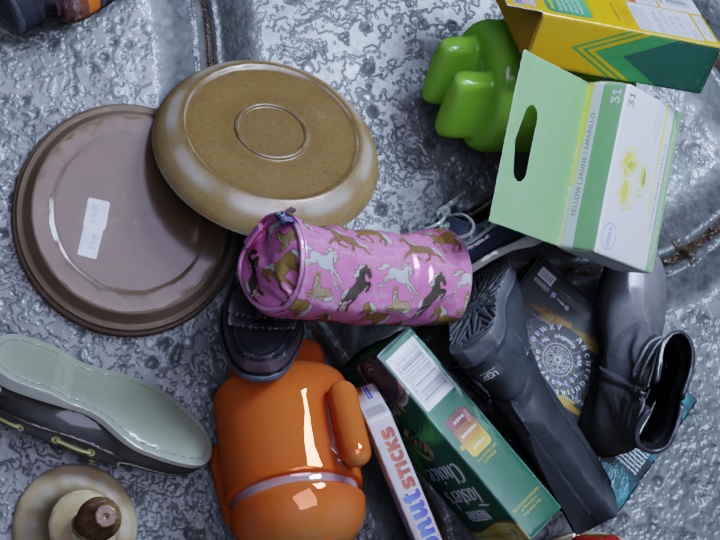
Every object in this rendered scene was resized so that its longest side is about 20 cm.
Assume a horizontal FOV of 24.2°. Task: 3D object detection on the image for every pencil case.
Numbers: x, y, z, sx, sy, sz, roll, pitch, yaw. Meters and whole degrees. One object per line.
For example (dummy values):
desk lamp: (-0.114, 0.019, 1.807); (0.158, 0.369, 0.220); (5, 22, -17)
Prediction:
pencil case: (0.000, 0.000, 1.343); (0.198, 0.082, 0.088); (7, 86, -41)

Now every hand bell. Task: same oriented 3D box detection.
hand bell: (-0.207, 0.195, 1.285); (0.103, 0.200, 0.106); (3, 79, -16)

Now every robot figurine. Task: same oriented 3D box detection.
robot figurine: (0.158, -0.164, 1.498); (0.197, 0.116, 0.177); (-1, 48, -21)
robot figurine: (-0.059, 0.153, 1.368); (0.142, 0.117, 0.202); (-12, 63, 3)

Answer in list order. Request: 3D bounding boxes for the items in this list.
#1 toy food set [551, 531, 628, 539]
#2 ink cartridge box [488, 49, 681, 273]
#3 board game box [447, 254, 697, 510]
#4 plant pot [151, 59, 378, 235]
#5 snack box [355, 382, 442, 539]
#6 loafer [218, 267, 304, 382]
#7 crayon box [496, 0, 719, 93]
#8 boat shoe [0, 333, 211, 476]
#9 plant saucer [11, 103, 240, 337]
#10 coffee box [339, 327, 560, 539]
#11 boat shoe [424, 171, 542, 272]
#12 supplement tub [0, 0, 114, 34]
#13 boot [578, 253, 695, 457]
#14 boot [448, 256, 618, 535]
toy food set: (0.205, 0.330, 1.461); (0.197, 0.049, 0.202); (-30, 90, -19)
ink cartridge box: (0.192, -0.087, 1.397); (0.199, 0.048, 0.147); (17, 84, -52)
board game box: (0.192, 0.103, 1.508); (0.200, 0.028, 0.136); (43, 72, -6)
plant pot: (-0.077, -0.111, 1.422); (0.197, 0.028, 0.202); (9, 49, -11)
snack box: (0.042, 0.194, 1.390); (0.024, 0.072, 0.202); (-23, 109, -5)
loafer: (-0.076, 0.004, 1.378); (0.071, 0.064, 0.201); (6, 40, 1)
crayon box: (0.194, -0.219, 1.436); (0.197, 0.052, 0.126); (8, 35, -17)
boat shoe: (-0.219, 0.120, 1.371); (0.200, 0.061, 0.072); (27, 35, -14)
plant saucer: (-0.196, -0.045, 1.423); (0.197, 0.029, 0.203); (3, 80, -16)
coffee box: (0.073, 0.143, 1.418); (0.044, 0.123, 0.200); (-42, 95, -20)
boat shoe: (0.096, -0.034, 1.456); (0.198, 0.075, 0.062); (-25, 109, 7)
supplement tub: (-0.224, -0.280, 1.416); (0.199, 0.107, 0.107); (-37, 91, -19)
boot: (0.252, 0.064, 1.449); (0.069, 0.132, 0.203); (11, 77, -13)
boot: (0.152, 0.105, 1.435); (0.201, 0.065, 0.165); (52, 26, -16)
